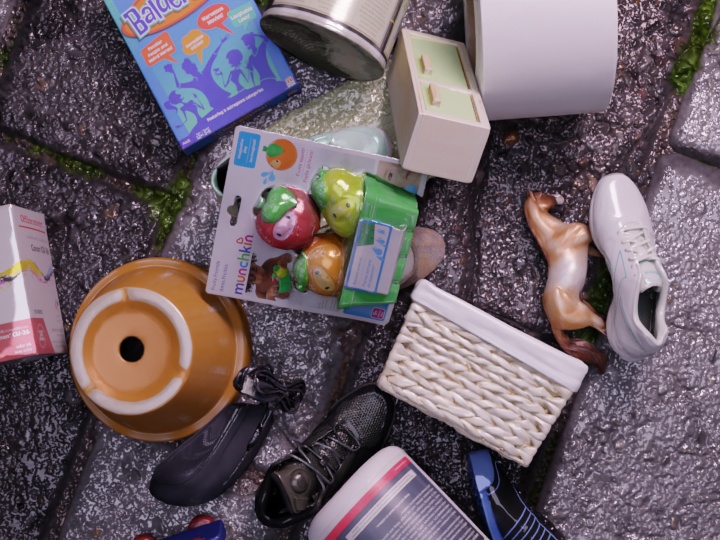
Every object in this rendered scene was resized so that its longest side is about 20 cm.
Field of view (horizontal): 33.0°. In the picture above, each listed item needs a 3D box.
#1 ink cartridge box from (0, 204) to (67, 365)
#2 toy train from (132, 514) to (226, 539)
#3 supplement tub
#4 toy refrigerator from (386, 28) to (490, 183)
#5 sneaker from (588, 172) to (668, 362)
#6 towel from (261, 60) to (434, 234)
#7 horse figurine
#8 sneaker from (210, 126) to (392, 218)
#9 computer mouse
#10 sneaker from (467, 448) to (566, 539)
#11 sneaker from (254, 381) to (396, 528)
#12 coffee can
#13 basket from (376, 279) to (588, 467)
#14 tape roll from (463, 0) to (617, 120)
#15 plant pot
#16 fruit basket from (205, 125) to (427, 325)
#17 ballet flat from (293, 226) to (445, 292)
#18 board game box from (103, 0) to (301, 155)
[{"bbox_3d":[-0.380,-0.003,1.320,0.066,0.116,0.203,-12,87,2],"label":"ink cartridge box"},{"bbox_3d":[-0.229,0.355,1.321,0.197,0.085,0.117,-18,100,0],"label":"toy train"},{"bbox_3d":[0.055,0.298,1.271,0.140,0.140,0.200,-45,79,-1],"label":"supplement tub"},{"bbox_3d":[0.077,-0.176,1.253,0.075,0.201,0.071,11,123,-11],"label":"toy refrigerator"},{"bbox_3d":[0.294,-0.008,1.288,0.069,0.080,0.204,-7,83,-11],"label":"sneaker"},{"bbox_3d":[-0.013,-0.134,1.359,0.198,0.036,0.150,-28,86,0],"label":"towel"},{"bbox_3d":[0.244,0.011,1.339,0.130,0.050,0.203,3,84,-6],"label":"horse figurine"},{"bbox_3d":[-0.062,-0.106,1.280,0.198,0.118,0.075,-19,83,3],"label":"sneaker"},{"bbox_3d":[-0.142,0.190,1.304,0.200,0.138,0.053,-44,64,7],"label":"computer mouse"},{"bbox_3d":[0.178,0.281,1.319,0.077,0.070,0.203,-20,93,-3],"label":"sneaker"},{"bbox_3d":[-0.036,0.203,1.304,0.199,0.114,0.076,-41,88,-3],"label":"sneaker"},{"bbox_3d":[-0.006,-0.328,1.303,0.144,0.146,0.203,21,81,2],"label":"coffee can"},{"bbox_3d":[0.123,0.108,1.294,0.198,0.136,0.125,27,90,3],"label":"basket"},{"bbox_3d":[0.183,-0.263,1.279,0.137,0.203,0.206,-5,87,1],"label":"tape roll"},{"bbox_3d":[-0.221,0.083,1.278,0.197,0.183,0.204,0,87,1],"label":"plant pot"},{"bbox_3d":[-0.045,-0.038,1.227,0.197,0.094,0.188,9,115,-13],"label":"fruit basket"},{"bbox_3d":[0.000,0.000,1.335,0.197,0.067,0.069,-16,95,1],"label":"ballet flat"},{"bbox_3d":[-0.178,-0.256,1.364,0.151,0.045,0.202,-29,86,-1],"label":"board game box"}]
